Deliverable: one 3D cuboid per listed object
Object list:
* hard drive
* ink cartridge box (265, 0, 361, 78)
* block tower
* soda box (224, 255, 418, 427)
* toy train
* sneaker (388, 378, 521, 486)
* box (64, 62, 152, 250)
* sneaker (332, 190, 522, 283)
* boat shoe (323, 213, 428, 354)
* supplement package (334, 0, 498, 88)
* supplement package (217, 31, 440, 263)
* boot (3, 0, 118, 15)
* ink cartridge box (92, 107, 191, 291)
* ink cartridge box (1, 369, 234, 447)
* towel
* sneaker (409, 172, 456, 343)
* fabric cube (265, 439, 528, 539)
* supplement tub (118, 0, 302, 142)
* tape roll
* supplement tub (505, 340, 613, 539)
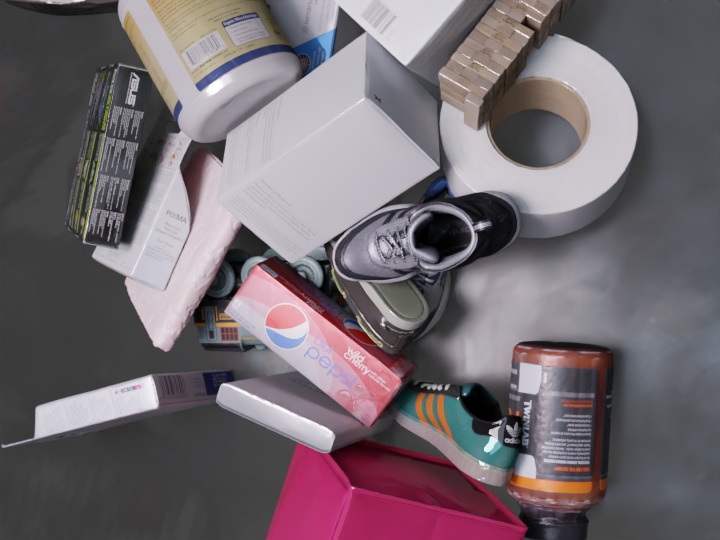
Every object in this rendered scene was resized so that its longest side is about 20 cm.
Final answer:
[{"bbox_3d":[-0.053,0.146,1.315,0.132,0.200,0.027,22,96,18],"label":"hard drive"},{"bbox_3d":[-0.107,-0.273,1.397,0.199,0.084,0.145,10,93,19],"label":"ink cartridge box"},{"bbox_3d":[0.152,-0.239,1.242,0.058,0.054,0.200,32,76,16],"label":"block tower"},{"bbox_3d":[-0.042,0.074,1.309,0.200,0.063,0.070,38,107,8],"label":"soda box"},{"bbox_3d":[-0.101,0.035,1.400,0.199,0.085,0.114,-1,101,17],"label":"toy train"},{"bbox_3d":[0.101,0.146,1.300,0.200,0.071,0.080,32,107,48],"label":"sneaker"},{"bbox_3d":[-0.289,-0.134,1.410,0.047,0.193,0.201,11,93,-23],"label":"box"},{"bbox_3d":[0.049,-0.030,1.187,0.199,0.114,0.076,-14,91,23],"label":"sneaker"},{"bbox_3d":[0.000,0.000,1.318,0.201,0.071,0.061,59,139,33],"label":"boat shoe"},{"bbox_3d":[0.072,-0.268,1.275,0.114,0.200,0.110,45,102,15],"label":"supplement package"},{"bbox_3d":[-0.032,-0.122,1.255,0.200,0.117,0.117,-32,124,28],"label":"supplement package"},{"bbox_3d":[-0.333,-0.387,1.481,0.199,0.073,0.151,0,91,15],"label":"boot"},{"bbox_3d":[-0.228,-0.085,1.415,0.160,0.047,0.201,18,82,62],"label":"ink cartridge box"},{"bbox_3d":[-0.269,0.152,1.390,0.199,0.196,0.043,-14,84,17],"label":"ink cartridge box"},{"bbox_3d":[-0.194,-0.030,1.393,0.032,0.191,0.200,25,99,-28],"label":"towel"},{"bbox_3d":[0.065,-0.016,1.337,0.077,0.085,0.201,21,97,18],"label":"sneaker"},{"bbox_3d":[0.019,0.297,1.255,0.199,0.196,0.200,16,97,-18],"label":"fabric cube"},{"bbox_3d":[-0.165,-0.252,1.296,0.144,0.144,0.200,-33,80,16],"label":"supplement tub"},{"bbox_3d":[0.181,-0.138,1.269,0.202,0.071,0.203,-2,70,5],"label":"tape roll"},{"bbox_3d":[0.204,0.176,1.277,0.107,0.107,0.201,3,90,19],"label":"supplement tub"}]
